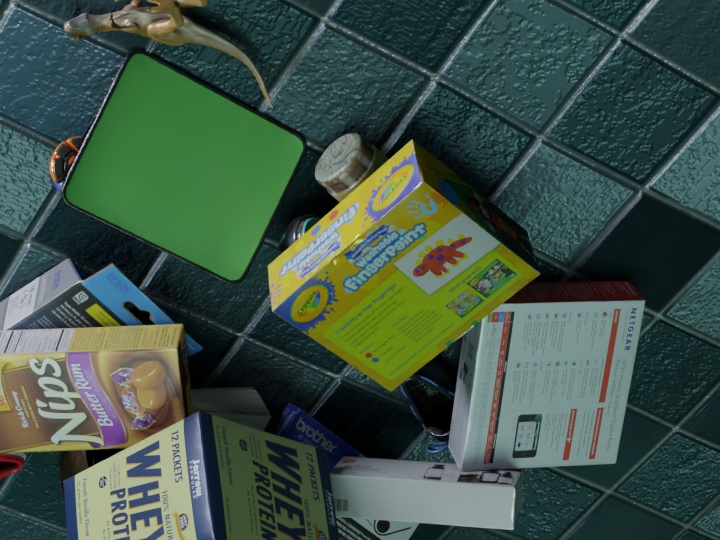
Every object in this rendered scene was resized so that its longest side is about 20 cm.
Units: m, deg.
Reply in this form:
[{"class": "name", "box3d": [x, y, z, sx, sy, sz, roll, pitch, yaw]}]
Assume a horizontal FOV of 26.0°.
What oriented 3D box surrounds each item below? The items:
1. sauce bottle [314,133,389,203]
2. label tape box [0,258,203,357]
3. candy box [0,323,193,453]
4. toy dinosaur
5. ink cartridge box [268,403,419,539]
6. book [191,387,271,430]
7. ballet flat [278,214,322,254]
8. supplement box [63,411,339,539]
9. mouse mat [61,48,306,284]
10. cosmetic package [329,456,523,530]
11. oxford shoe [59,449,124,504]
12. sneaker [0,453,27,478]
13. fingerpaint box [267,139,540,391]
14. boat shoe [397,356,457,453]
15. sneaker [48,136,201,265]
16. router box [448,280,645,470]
[{"class": "sauce bottle", "box3d": [0.042, -0.055, 1.535, 0.065, 0.065, 0.200, -35, 125, 23]}, {"class": "label tape box", "box3d": [-0.281, 0.065, 1.614, 0.200, 0.063, 0.144, -30, 124, 21]}, {"class": "candy box", "box3d": [-0.273, 0.119, 1.569, 0.199, 0.057, 0.117, -2, 117, 2]}, {"class": "toy dinosaur", "box3d": [-0.162, -0.220, 1.403, 0.199, 0.061, 0.106, 14, 152, -7]}, {"class": "ink cartridge box", "box3d": [-0.026, 0.243, 1.742, 0.200, 0.044, 0.094, 38, 81, -19]}, {"class": "book", "box3d": [-0.200, 0.216, 1.703, 0.133, 0.048, 0.200, 5, 125, -39]}, {"class": "ballet flat", "box3d": [0.000, 0.000, 1.582, 0.199, 0.073, 0.073, 25, 124, -29]}, {"class": "supplement box", "box3d": [-0.159, 0.259, 1.584, 0.199, 0.135, 0.200, -28, 147, 30]}, {"class": "mouse mat", "box3d": [-0.163, -0.095, 1.469, 0.199, 0.008, 0.161, 27, 88, -24]}, {"class": "cosmetic package", "box3d": [0.069, 0.234, 1.659, 0.199, 0.083, 0.051, 3, 95, 11]}, {"class": "oxford shoe", "box3d": [-0.293, 0.213, 1.725, 0.072, 0.085, 0.200, 12, 129, -15]}, {"class": "sneaker", "box3d": [-0.436, 0.155, 1.646, 0.199, 0.116, 0.078, 20, 126, -19]}, {"class": "fingerpaint box", "box3d": [0.039, -0.002, 1.488, 0.167, 0.074, 0.200, 35, 117, -30]}, {"class": "boat shoe", "box3d": [0.087, 0.160, 1.710, 0.084, 0.069, 0.200, -32, 124, 22]}, {"class": "sneaker", "box3d": [-0.213, -0.067, 1.505, 0.200, 0.078, 0.076, 33, 76, -22]}, {"class": "router box", "box3d": [0.194, 0.112, 1.641, 0.179, 0.049, 0.201, 0, 115, -14]}]
